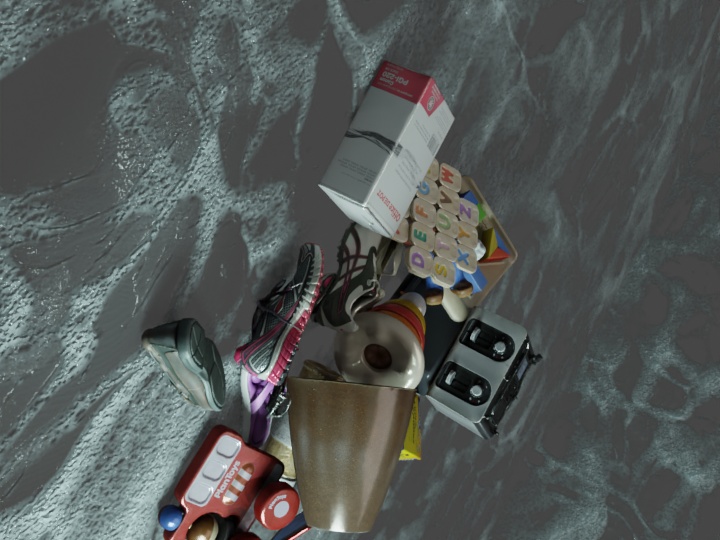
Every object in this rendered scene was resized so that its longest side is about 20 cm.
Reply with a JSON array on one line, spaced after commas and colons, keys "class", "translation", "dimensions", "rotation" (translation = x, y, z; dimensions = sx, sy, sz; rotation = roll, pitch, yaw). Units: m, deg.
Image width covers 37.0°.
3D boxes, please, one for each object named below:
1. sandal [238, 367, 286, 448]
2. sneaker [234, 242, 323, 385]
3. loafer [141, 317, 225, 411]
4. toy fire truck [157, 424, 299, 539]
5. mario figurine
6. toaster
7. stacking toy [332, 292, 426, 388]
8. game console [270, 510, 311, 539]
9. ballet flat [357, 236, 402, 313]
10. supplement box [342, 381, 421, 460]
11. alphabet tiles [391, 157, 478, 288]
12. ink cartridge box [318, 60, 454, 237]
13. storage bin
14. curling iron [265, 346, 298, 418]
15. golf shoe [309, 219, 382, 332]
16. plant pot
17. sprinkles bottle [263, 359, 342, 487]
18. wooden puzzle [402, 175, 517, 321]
[{"class": "sandal", "translation": [-0.130, 0.176, 1.525], "dimensions": [0.082, 0.049, 0.205], "rotation": [-39, 146, -45]}, {"class": "sneaker", "translation": [-0.102, 0.048, 1.437], "dimensions": [0.081, 0.074, 0.202], "rotation": [112, -1, -65]}, {"class": "loafer", "translation": [-0.210, 0.113, 1.302], "dimensions": [0.201, 0.062, 0.073], "rotation": [79, 12, -60]}, {"class": "toy fire truck", "translation": [-0.194, 0.324, 1.486], "dimensions": [0.167, 0.112, 0.201], "rotation": [36, 87, -41]}, {"class": "mario figurine", "translation": [0.122, -0.045, 1.719], "dimensions": [0.123, 0.105, 0.202], "rotation": [-28, 110, -37]}, {"class": "toaster", "translation": [0.211, 0.176, 1.830], "dimensions": [0.182, 0.118, 0.200], "rotation": [-59, 159, -9]}, {"class": "stacking toy", "translation": [0.053, 0.093, 1.677], "dimensions": [0.200, 0.144, 0.148], "rotation": [-52, 158, -57]}, {"class": "game console", "translation": [-0.091, 0.342, 1.683], "dimensions": [0.200, 0.117, 0.175], "rotation": [-19, 106, -80]}, {"class": "ballet flat", "translation": [0.019, 0.010, 1.661], "dimensions": [0.067, 0.062, 0.202], "rotation": [-4, 117, -65]}, {"class": "supplement box", "translation": [0.032, 0.247, 1.752], "dimensions": [0.200, 0.107, 0.111], "rotation": [48, 40, -71]}, {"class": "alphabet tiles", "translation": [0.113, -0.079, 1.648], "dimensions": [0.194, 0.015, 0.203], "rotation": [23, 61, -34]}, {"class": "ink cartridge box", "translation": [0.039, -0.165, 1.501], "dimensions": [0.202, 0.084, 0.146], "rotation": [-64, 157, -7]}, {"class": "storage bin", "translation": [0.106, 0.111, 1.860], "dimensions": [0.201, 0.133, 0.146], "rotation": [-53, 155, -27]}, {"class": "curling iron", "translation": [-0.095, 0.111, 1.486], "dimensions": [0.049, 0.025, 0.202], "rotation": [-34, -143, 54]}, {"class": "golf shoe", "translation": [0.000, 0.000, 1.583], "dimensions": [0.202, 0.087, 0.077], "rotation": [-61, 155, -13]}, {"class": "plant pot", "translation": [-0.022, 0.258, 1.511], "dimensions": [0.187, 0.185, 0.203], "rotation": [19, 76, -67]}, {"class": "sprinkles bottle", "translation": [-0.097, 0.239, 1.637], "dimensions": [0.202, 0.068, 0.068], "rotation": [-65, 157, 0]}, {"class": "wooden puzzle", "translation": [0.181, -0.042, 1.840], "dimensions": [0.200, 0.046, 0.186], "rotation": [-43, 106, -36]}]
